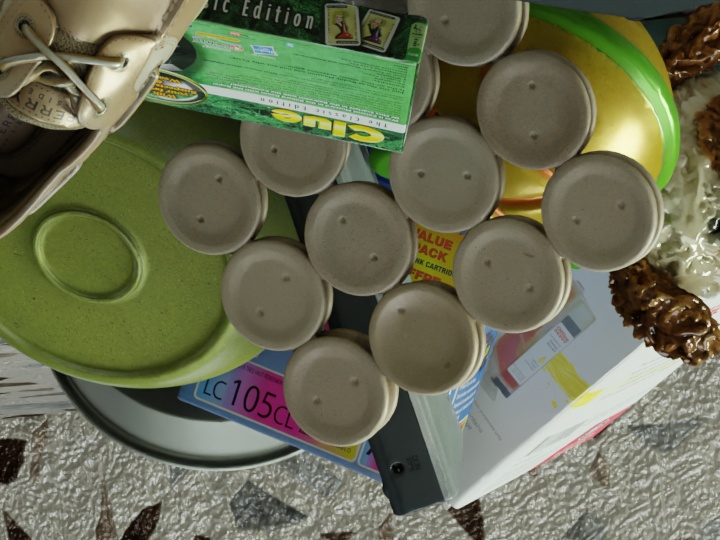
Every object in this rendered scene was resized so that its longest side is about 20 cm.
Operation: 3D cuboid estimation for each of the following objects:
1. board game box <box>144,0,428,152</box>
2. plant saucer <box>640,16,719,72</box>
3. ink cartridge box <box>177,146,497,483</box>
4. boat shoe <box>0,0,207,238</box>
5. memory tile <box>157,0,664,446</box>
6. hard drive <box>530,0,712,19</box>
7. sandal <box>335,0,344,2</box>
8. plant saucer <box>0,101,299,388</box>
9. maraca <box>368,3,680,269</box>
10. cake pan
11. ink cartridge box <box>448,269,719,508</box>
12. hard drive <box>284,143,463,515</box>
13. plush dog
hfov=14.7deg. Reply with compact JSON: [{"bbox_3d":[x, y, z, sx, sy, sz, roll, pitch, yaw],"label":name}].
[{"bbox_3d":[-0.076,-0.089,1.073,0.199,0.024,0.105,12,162,0],"label":"board game box"},{"bbox_3d":[0.152,-0.094,1.438,0.199,0.036,0.200,-5,174,0],"label":"plant saucer"},{"bbox_3d":[0.007,-0.009,1.395,0.136,0.201,0.076,21,-170,10],"label":"ink cartridge box"},{"bbox_3d":[-0.101,-0.077,0.996,0.071,0.065,0.200,22,141,-13],"label":"boat shoe"},{"bbox_3d":[0.019,-0.028,1.178,0.200,0.154,0.017,-35,180,27],"label":"memory tile"},{"bbox_3d":[0.097,-0.129,1.034,0.139,0.033,0.199,-11,171,41],"label":"hard drive"},{"bbox_3d":[-0.050,-0.110,1.148,0.076,0.043,0.200,-12,173,-25],"label":"sandal"},{"bbox_3d":[-0.125,-0.015,1.327,0.199,0.201,0.031,-8,-145,25],"label":"plant saucer"},{"bbox_3d":[0.069,-0.061,1.238,0.137,0.107,0.200,29,151,3],"label":"maraca"},{"bbox_3d":[-0.076,0.008,1.503,0.199,0.201,0.037,-4,156,-4],"label":"cake pan"},{"bbox_3d":[0.126,0.024,1.479,0.145,0.084,0.200,-19,161,-51],"label":"ink cartridge box"},{"bbox_3d":[0.000,0.000,1.280,0.033,0.201,0.140,-18,-173,6],"label":"hard drive"},{"bbox_3d":[0.188,-0.040,1.324,0.171,0.201,0.160,8,175,-29],"label":"plush dog"}]
